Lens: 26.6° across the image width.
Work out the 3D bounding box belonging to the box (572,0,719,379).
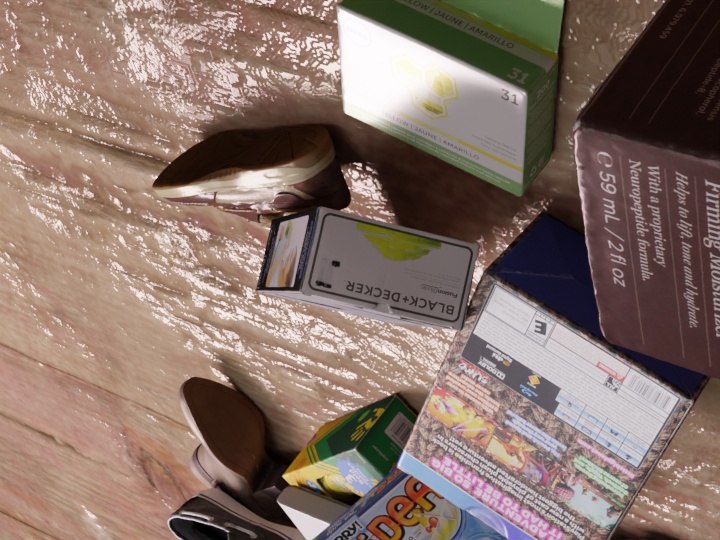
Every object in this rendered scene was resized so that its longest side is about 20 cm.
[{"bbox_3d":[0.238,-0.043,0.767,0.200,0.164,0.166,19,144,32],"label":"box"}]

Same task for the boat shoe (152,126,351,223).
[{"bbox_3d":[-0.085,-0.065,1.201,0.200,0.072,0.072,-5,127,43],"label":"boat shoe"}]

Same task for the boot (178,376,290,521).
[{"bbox_3d":[-0.144,0.195,1.615,0.200,0.070,0.146,49,151,-14],"label":"boot"}]

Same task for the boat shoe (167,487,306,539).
[{"bbox_3d":[-0.115,0.289,1.564,0.200,0.068,0.072,26,124,31],"label":"boat shoe"}]

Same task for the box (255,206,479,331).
[{"bbox_3d":[0.000,0.000,1.087,0.116,0.060,0.200,14,177,-11],"label":"box"}]

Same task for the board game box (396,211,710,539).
[{"bbox_3d":[0.140,0.091,1.065,0.159,0.097,0.200,33,130,13],"label":"board game box"}]

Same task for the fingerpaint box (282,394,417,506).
[{"bbox_3d":[0.046,0.225,1.433,0.200,0.073,0.167,45,151,-9],"label":"fingerpaint box"}]

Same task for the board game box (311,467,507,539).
[{"bbox_3d":[0.066,0.232,1.331,0.135,0.034,0.200,44,105,-9],"label":"board game box"}]

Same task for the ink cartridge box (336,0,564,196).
[{"bbox_3d":[0.055,-0.151,0.949,0.145,0.048,0.200,28,151,21],"label":"ink cartridge box"}]

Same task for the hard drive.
[{"bbox_3d":[0.013,0.292,1.463,0.132,0.027,0.200,12,143,48],"label":"hard drive"}]
